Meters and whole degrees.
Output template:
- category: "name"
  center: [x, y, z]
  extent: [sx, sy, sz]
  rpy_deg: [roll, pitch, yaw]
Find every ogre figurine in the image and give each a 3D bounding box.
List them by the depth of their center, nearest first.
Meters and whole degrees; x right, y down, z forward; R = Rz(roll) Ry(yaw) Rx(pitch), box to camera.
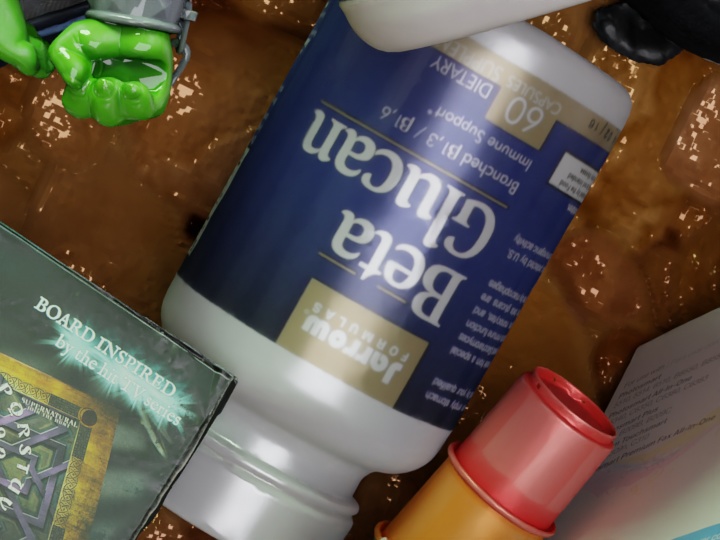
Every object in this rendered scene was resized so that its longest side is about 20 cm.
- category: "ogre figurine"
  center: [-0.117, -0.145, 0.880]
  extent: [0.200, 0.098, 0.120]
  rpy_deg: [41, 98, 29]

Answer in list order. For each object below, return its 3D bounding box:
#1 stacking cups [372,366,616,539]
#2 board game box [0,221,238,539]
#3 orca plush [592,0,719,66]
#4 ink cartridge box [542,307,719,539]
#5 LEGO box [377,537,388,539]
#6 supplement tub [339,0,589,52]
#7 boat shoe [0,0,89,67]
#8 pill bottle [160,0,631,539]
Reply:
- category: "stacking cups"
  center: [0.011, 0.118, 0.977]
  extent: [0.060, 0.061, 0.200]
  rpy_deg: [36, 100, -14]
- category: "board game box"
  center: [-0.157, 0.036, 0.896]
  extent: [0.200, 0.028, 0.135]
  rpy_deg: [34, 77, -1]
- category: "orca plush"
  center: [0.117, -0.139, 0.992]
  extent: [0.105, 0.071, 0.200]
  rpy_deg: [-33, 103, -4]
- category: "ink cartridge box"
  center: [0.152, 0.097, 0.976]
  extent: [0.129, 0.125, 0.200]
  rpy_deg: [43, 51, -15]
- category: "LEGO box"
  center: [0.002, 0.211, 0.871]
  extent: [0.149, 0.077, 0.200]
  rpy_deg: [37, 63, -2]
- category: "supplement tub"
  center: [0.037, -0.179, 0.842]
  extent: [0.144, 0.144, 0.201]
  rpy_deg: [-19, 98, -7]
- category: "boat shoe"
  center: [-0.087, -0.112, 0.959]
  extent: [0.200, 0.069, 0.084]
  rpy_deg: [-36, 103, -3]
- category: "pill bottle"
  center: [0.000, 0.000, 0.971]
  extent: [0.111, 0.111, 0.200]
  rpy_deg: [28, 93, -14]
